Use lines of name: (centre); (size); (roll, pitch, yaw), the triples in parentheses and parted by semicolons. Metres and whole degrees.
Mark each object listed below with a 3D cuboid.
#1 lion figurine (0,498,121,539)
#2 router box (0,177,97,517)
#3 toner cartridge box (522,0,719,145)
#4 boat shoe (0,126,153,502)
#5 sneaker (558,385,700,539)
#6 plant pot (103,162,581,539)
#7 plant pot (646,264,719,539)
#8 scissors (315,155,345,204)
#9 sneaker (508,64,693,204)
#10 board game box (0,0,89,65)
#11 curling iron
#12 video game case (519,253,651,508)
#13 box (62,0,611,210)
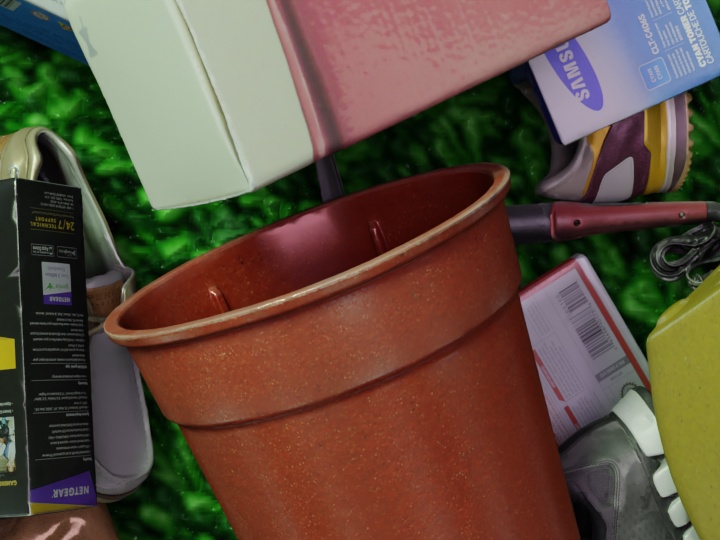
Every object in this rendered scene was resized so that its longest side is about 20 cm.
lion figurine: (-0.139, 0.167, 0.778); (0.122, 0.072, 0.200); (-37, 83, -11)
router box: (-0.228, 0.046, 0.746); (0.199, 0.052, 0.159); (-6, 84, 28)
toner cartridge box: (0.104, -0.174, 0.747); (0.094, 0.043, 0.201); (-24, 94, 5)
boat shoe: (-0.154, 0.022, 0.776); (0.068, 0.075, 0.201); (-27, 86, 37)
sneaker: (0.151, 0.167, 0.780); (0.090, 0.066, 0.201); (-25, 98, -3)
plant pot: (0.009, 0.077, 0.702); (0.200, 0.201, 0.196); (-22, 102, -3)
plant pot: (0.257, 0.056, 0.707); (0.195, 0.194, 0.200); (-37, 85, -33)
scissors: (0.000, 0.000, 0.807); (0.073, 0.014, 0.202); (1, 93, -6)
sneaker: (0.123, -0.137, 0.805); (0.089, 0.075, 0.202); (-7, 85, -8)
board game box: (-0.079, -0.187, 0.739); (0.199, 0.056, 0.197); (24, 77, -24)
curling iron: (0.108, -0.017, 0.787); (0.198, 0.026, 0.050); (4, 69, -5)
video game case: (0.072, 0.103, 0.805); (0.199, 0.017, 0.144); (-32, 95, -5)
box: (-0.011, -0.117, 0.667); (0.199, 0.128, 0.110); (-28, 101, -24)
